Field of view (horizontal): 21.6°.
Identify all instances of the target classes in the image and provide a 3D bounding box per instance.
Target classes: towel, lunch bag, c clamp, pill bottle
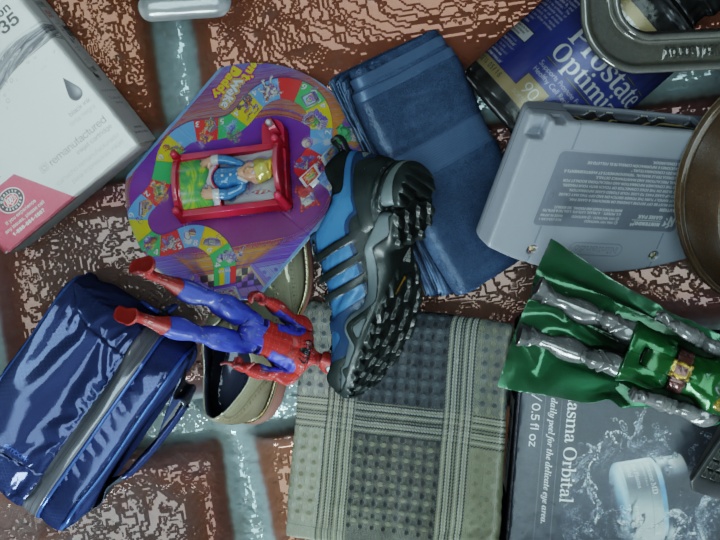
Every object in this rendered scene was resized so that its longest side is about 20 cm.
[{"bbox_3d":[0.062,-0.085,1.506,0.112,0.049,0.200,-28,94,-28],"label":"towel"},{"bbox_3d":[-0.213,0.102,1.507,0.132,0.136,0.200,36,95,-1],"label":"lunch bag"},{"bbox_3d":[0.032,0.131,1.514,0.192,0.035,0.201,5,89,25],"label":"towel"},{"bbox_3d":[0.237,-0.231,1.403,0.199,0.027,0.171,2,90,-10],"label":"c clamp"},{"bbox_3d":[0.189,-0.179,1.473,0.200,0.112,0.112,-42,92,6],"label":"pill bottle"}]

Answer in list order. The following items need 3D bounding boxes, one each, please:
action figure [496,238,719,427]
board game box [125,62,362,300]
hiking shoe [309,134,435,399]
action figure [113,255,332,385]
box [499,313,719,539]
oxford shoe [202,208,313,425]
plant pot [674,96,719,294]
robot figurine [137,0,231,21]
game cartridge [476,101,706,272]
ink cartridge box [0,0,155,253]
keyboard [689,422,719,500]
[{"bbox_3d":[0.216,0.066,1.410,0.200,0.055,0.118,20,91,-3],"label":"action figure"},{"bbox_3d":[-0.099,-0.080,1.498,0.158,0.039,0.200,39,85,19],"label":"board game box"},{"bbox_3d":[0.000,0.000,1.471,0.087,0.074,0.200,23,109,31],"label":"hiking shoe"},{"bbox_3d":[-0.092,0.047,1.461,0.200,0.052,0.066,22,76,-36],"label":"action figure"},{"bbox_3d":[0.215,0.144,1.497,0.199,0.117,0.197,4,95,2],"label":"box"},{"bbox_3d":[-0.087,0.029,1.518,0.071,0.074,0.201,7,94,24],"label":"oxford shoe"},{"bbox_3d":[0.370,-0.038,1.399,0.200,0.198,0.201,-7,109,-20],"label":"plant pot"},{"bbox_3d":[-0.145,-0.279,1.481,0.199,0.113,0.170,-6,87,4],"label":"robot figurine"},{"bbox_3d":[0.190,-0.062,1.462,0.200,0.040,0.134,3,118,-29],"label":"game cartridge"},{"bbox_3d":[-0.286,-0.135,1.516,0.146,0.083,0.200,-39,92,6],"label":"ink cartridge box"},{"bbox_3d":[0.342,0.134,1.427,0.200,0.021,0.127,19,103,-38],"label":"keyboard"}]
